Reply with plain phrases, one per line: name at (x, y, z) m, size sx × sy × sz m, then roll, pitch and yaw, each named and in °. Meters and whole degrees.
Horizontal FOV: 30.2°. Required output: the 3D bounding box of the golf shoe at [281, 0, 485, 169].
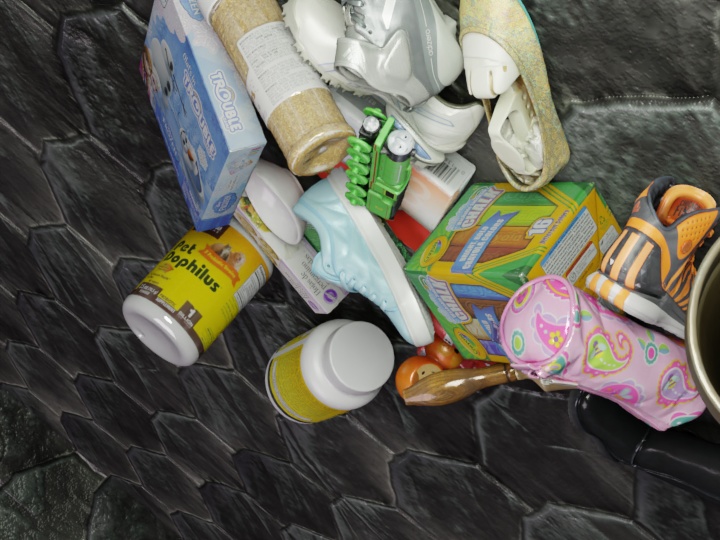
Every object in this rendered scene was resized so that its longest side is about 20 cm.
golf shoe at (0.027, -0.186, 1.157) m, size 0.200 × 0.078 × 0.097 m, roll 39°, pitch 138°, yaw -11°

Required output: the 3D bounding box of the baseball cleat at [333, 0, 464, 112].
baseball cleat at (0.005, -0.218, 1.059) m, size 0.200 × 0.106 × 0.070 m, roll 54°, pitch 166°, yaw -14°

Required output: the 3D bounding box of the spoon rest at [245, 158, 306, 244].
spoon rest at (-0.103, -0.110, 1.399) m, size 0.099 × 0.060 × 0.201 m, roll 34°, pitch 146°, yaw 43°

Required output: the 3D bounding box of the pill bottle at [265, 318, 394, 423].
pill bottle at (-0.036, 0.124, 1.657) m, size 0.112 × 0.113 × 0.200 m, roll 44°, pitch 154°, yaw -8°

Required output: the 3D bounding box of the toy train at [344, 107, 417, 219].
toy train at (0.018, -0.091, 1.184) m, size 0.056 × 0.042 × 0.200 m, roll 28°, pitch 167°, yaw 5°

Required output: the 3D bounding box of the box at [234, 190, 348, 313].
box at (-0.092, -0.036, 1.514) m, size 0.200 × 0.039 × 0.041 m, roll 51°, pitch 163°, yaw -16°

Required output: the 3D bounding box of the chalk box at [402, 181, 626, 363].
chalk box at (0.135, 0.002, 1.223) m, size 0.200 × 0.125 × 0.124 m, roll 3°, pitch 136°, yaw 50°

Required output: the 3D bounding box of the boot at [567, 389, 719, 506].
boot at (0.315, 0.175, 1.305) m, size 0.200 × 0.066 × 0.165 m, roll 25°, pitch 168°, yaw 39°

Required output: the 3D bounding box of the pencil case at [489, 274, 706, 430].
pencil case at (0.202, 0.071, 1.096) m, size 0.200 × 0.088 × 0.087 m, roll 23°, pitch 168°, yaw -37°

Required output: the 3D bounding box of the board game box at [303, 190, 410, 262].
board game box at (-0.021, -0.041, 1.447) m, size 0.105 × 0.023 × 0.200 m, roll 52°, pitch 160°, yaw -25°

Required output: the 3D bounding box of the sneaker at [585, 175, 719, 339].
sneaker at (0.263, -0.009, 1.093) m, size 0.077 × 0.112 × 0.200 m, roll 33°, pitch -172°, yaw 27°

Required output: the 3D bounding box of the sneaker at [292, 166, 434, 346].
sneaker at (0.000, 0.000, 1.299) m, size 0.200 × 0.082 × 0.074 m, roll 60°, pitch -172°, yaw 22°

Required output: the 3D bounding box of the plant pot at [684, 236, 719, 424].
plant pot at (0.338, 0.065, 1.005) m, size 0.200 × 0.200 × 0.174 m, roll 32°, pitch 169°, yaw 16°

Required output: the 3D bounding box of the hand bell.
hand bell at (0.137, 0.097, 1.273) m, size 0.199 × 0.104 × 0.104 m, roll -16°, pitch 132°, yaw 10°

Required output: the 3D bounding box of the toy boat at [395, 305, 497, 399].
toy boat at (0.086, 0.084, 1.385) m, size 0.130 × 0.131 × 0.200 m, roll 37°, pitch 163°, yaw 7°

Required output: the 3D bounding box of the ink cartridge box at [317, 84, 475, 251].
ink cartridge box at (0.014, -0.091, 1.326) m, size 0.162 × 0.050 × 0.200 m, roll 38°, pitch 151°, yaw 6°

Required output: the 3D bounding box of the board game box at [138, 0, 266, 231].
board game box at (-0.164, -0.169, 1.342) m, size 0.201 × 0.043 × 0.199 m, roll 68°, pitch 157°, yaw 15°

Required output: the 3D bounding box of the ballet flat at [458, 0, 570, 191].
ballet flat at (0.119, -0.145, 1.081) m, size 0.071 × 0.071 × 0.200 m, roll 15°, pitch 144°, yaw 41°

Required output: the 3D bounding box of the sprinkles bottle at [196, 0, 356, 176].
sprinkles bottle at (-0.076, -0.182, 1.192) m, size 0.200 × 0.068 × 0.068 m, roll 61°, pitch 161°, yaw 21°

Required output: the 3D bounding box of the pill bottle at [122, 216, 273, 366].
pill bottle at (-0.178, 0.008, 1.562) m, size 0.109 × 0.200 × 0.109 m, roll 31°, pitch 153°, yaw 18°
